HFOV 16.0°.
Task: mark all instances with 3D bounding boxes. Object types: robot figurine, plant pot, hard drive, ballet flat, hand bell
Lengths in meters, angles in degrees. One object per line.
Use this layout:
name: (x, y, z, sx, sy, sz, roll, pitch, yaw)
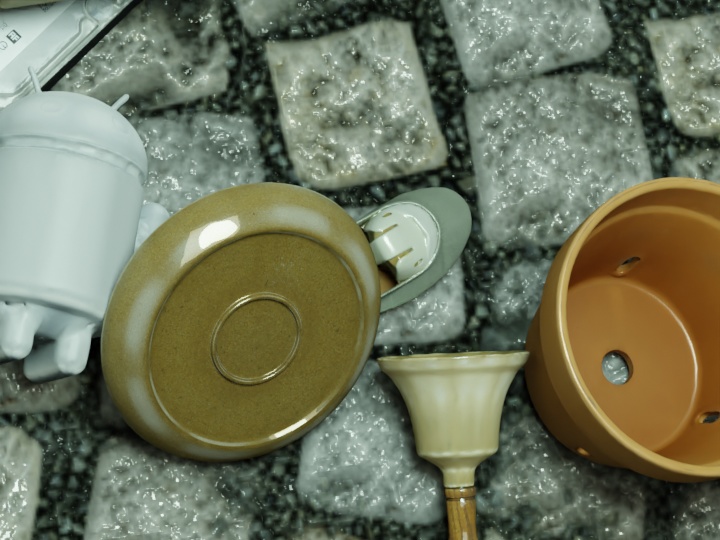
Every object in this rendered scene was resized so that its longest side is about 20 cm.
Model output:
robot figurine: (-0.202, -0.031, 1.667, 0.169, 0.113, 0.201, 20, 71, -33)
plant pot: (-0.071, 0.040, 1.664, 0.199, 0.027, 0.201, -11, 118, -23)
hard drive: (-0.235, -0.198, 1.742, 0.140, 0.038, 0.200, 45, 70, 0)
plant pot: (0.197, 0.052, 1.723, 0.199, 0.140, 0.202, 5, 74, -19)
ballet flat: (0.000, 0.000, 1.735, 0.199, 0.064, 0.068, -30, 85, -19)
hand bell: (0.067, 0.156, 1.716, 0.103, 0.104, 0.202, -3, 90, -14)

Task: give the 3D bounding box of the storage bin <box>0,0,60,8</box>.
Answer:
storage bin: (-0.172, -0.279, 1.709, 0.199, 0.094, 0.200, -10, 78, -18)
